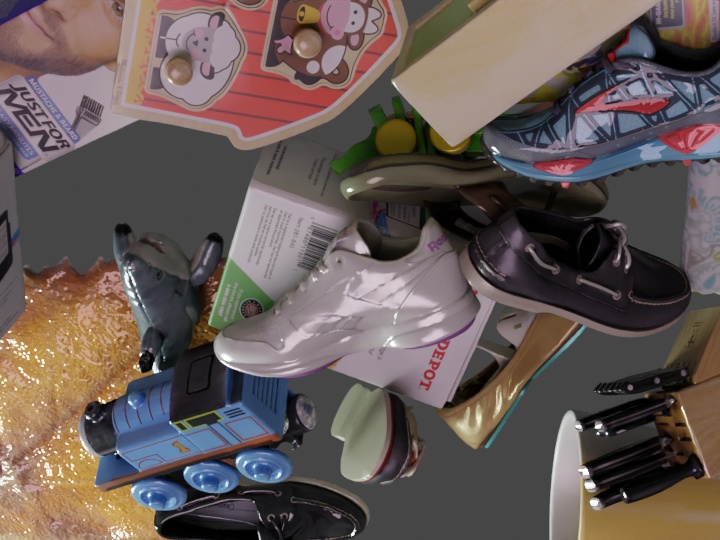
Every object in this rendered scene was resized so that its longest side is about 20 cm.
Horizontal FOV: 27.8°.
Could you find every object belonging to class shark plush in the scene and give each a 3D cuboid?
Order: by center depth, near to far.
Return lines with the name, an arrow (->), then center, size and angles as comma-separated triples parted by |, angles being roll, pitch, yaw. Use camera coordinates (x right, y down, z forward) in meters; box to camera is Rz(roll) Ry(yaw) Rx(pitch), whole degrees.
shark plush -> -0.173, 0.047, 1.185 | 0.090, 0.084, 0.201 | 15, 128, -1

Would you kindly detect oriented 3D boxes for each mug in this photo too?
mug -> 0.238, 0.210, 1.170 | 0.152, 0.188, 0.150 | 4, 156, -2

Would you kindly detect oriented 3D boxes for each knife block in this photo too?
knife block -> 0.268, 0.126, 1.099 | 0.199, 0.177, 0.064 | 27, 170, -9

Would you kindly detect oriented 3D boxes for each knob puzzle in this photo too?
knob puzzle -> -0.060, -0.174, 0.991 | 0.217, 0.030, 0.222 | -4, 114, -10

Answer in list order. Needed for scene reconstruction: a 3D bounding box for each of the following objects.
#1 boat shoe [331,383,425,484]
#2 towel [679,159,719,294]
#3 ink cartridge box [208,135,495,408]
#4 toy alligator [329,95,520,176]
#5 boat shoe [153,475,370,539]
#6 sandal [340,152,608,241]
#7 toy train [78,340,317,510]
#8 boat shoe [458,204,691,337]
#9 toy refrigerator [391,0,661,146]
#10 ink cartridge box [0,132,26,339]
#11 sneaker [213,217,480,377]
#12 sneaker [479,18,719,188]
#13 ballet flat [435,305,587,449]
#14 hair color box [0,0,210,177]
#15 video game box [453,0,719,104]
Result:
boat shoe -> 0.020, 0.135, 1.154 | 0.062, 0.200, 0.072 | 31, 89, -7
towel -> 0.332, -0.052, 1.030 | 0.198, 0.048, 0.172 | 3, 126, 10
ink cartridge box -> 0.000, 0.000, 1.114 | 0.198, 0.084, 0.146 | 19, 128, -2
toy alligator -> 0.074, -0.105, 1.046 | 0.198, 0.059, 0.055 | -8, 80, 9
boat shoe -> -0.093, 0.225, 1.310 | 0.197, 0.066, 0.075 | 11, 127, 4
sandal -> 0.081, -0.046, 1.042 | 0.199, 0.058, 0.080 | 0, 163, -17
toy train -> -0.134, 0.122, 1.153 | 0.199, 0.087, 0.114 | -18, 135, 27
boat shoe -> 0.166, -0.004, 1.026 | 0.198, 0.073, 0.063 | 9, 134, -30
toy refrigerator -> 0.114, -0.171, 0.914 | 0.199, 0.076, 0.070 | -33, 114, 32
ink cartridge box -> -0.343, -0.036, 1.117 | 0.145, 0.083, 0.201 | 25, 142, 12
sneaker -> -0.017, 0.016, 1.043 | 0.198, 0.075, 0.100 | -15, 107, 16
sneaker -> 0.173, -0.118, 0.954 | 0.198, 0.079, 0.096 | -9, 115, 10
ballet flat -> 0.121, 0.066, 1.152 | 0.063, 0.069, 0.201 | 35, 125, 3
hair color box -> -0.210, -0.154, 1.059 | 0.199, 0.065, 0.110 | -22, 119, 23
video game box -> 0.148, -0.208, 0.956 | 0.180, 0.047, 0.201 | -1, 126, 15
